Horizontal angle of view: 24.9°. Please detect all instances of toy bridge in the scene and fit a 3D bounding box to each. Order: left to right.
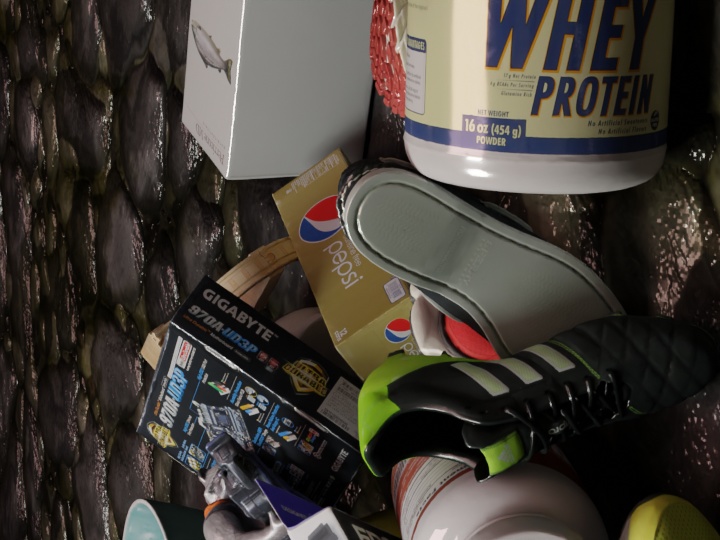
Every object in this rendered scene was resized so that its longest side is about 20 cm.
[{"bbox_3d":[-0.078,0.008,1.238,0.027,0.199,0.067,48,146,13],"label":"toy bridge"}]

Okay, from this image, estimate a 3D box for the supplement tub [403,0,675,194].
[{"bbox_3d":[0.096,-0.151,0.864,0.145,0.144,0.202,-153,61,-62],"label":"supplement tub"}]

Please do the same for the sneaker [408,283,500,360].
[{"bbox_3d":[0.077,0.006,1.037,0.077,0.084,0.201,55,-164,-33],"label":"sneaker"}]

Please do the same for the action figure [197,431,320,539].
[{"bbox_3d":[-0.072,0.194,1.058,0.200,0.104,0.194,53,-169,-46],"label":"action figure"}]

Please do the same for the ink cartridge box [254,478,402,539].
[{"bbox_3d":[0.042,0.214,1.002,0.043,0.198,0.200,-44,50,10],"label":"ink cartridge box"}]

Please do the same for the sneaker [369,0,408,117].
[{"bbox_3d":[0.051,-0.180,0.977,0.078,0.081,0.202,103,177,-63],"label":"sneaker"}]

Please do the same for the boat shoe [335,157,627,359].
[{"bbox_3d":[0.073,-0.001,0.919,0.076,0.199,0.060,-49,19,8],"label":"boat shoe"}]

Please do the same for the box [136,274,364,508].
[{"bbox_3d":[-0.072,0.107,1.147,0.158,0.046,0.200,34,149,5],"label":"box"}]

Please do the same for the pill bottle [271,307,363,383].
[{"bbox_3d":[-0.046,0.090,1.265,0.200,0.113,0.115,159,105,-65],"label":"pill bottle"}]

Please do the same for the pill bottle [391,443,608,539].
[{"bbox_3d":[0.080,0.151,0.927,0.200,0.111,0.114,-108,19,-76],"label":"pill bottle"}]

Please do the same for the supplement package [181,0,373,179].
[{"bbox_3d":[-0.059,-0.185,1.240,0.117,0.116,0.202,-132,43,-52],"label":"supplement package"}]

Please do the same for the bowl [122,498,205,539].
[{"bbox_3d":[-0.152,0.313,1.554,0.200,0.104,0.203,176,90,-66],"label":"bowl"}]

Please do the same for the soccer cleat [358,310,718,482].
[{"bbox_3d":[0.094,0.073,0.872,0.081,0.198,0.068,-81,-24,-52],"label":"soccer cleat"}]

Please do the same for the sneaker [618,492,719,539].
[{"bbox_3d":[0.196,0.196,0.805,0.090,0.078,0.201,-50,55,47],"label":"sneaker"}]

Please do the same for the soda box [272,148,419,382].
[{"bbox_3d":[0.000,0.000,1.144,0.068,0.064,0.201,52,-171,-36],"label":"soda box"}]

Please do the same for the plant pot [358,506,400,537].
[{"bbox_3d":[-0.027,0.312,1.188,0.201,0.175,0.201,114,143,-46],"label":"plant pot"}]
